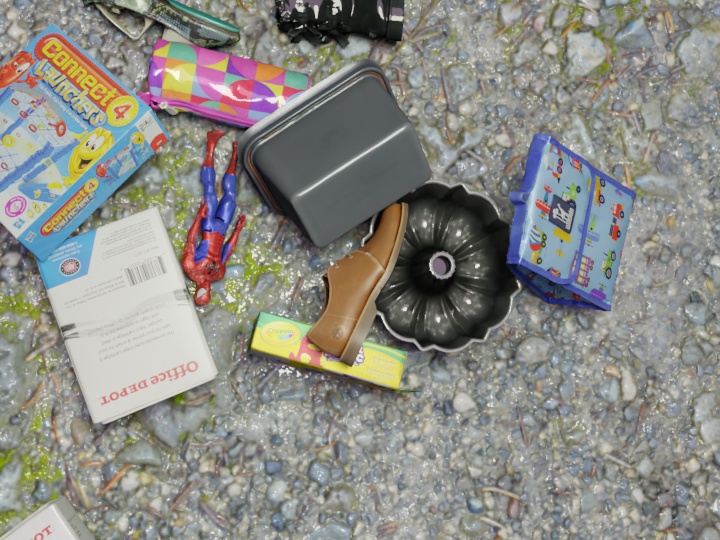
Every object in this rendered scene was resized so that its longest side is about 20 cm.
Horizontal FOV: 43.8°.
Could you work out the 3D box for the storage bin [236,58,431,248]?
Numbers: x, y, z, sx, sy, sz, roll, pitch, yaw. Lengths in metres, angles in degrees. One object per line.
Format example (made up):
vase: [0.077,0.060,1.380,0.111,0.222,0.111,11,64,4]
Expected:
storage bin: [-0.018,-0.116,1.018,0.198,0.135,0.147,-32,131,-4]

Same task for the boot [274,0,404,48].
boot: [-0.023,-0.374,1.108,0.159,0.073,0.203,4,81,-3]

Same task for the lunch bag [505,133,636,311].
lunch bag: [0.228,-0.056,1.047,0.199,0.093,0.153,25,77,-46]

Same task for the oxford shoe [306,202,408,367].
oxford shoe: [0.000,0.000,0.975,0.070,0.072,0.202,24,62,2]

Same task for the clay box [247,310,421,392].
clay box: [-0.029,0.097,1.027,0.196,0.115,0.049,15,80,-8]

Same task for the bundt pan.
bundt pan: [0.089,-0.001,1.077,0.198,0.076,0.206,1,83,-10]

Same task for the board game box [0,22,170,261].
board game box: [-0.347,-0.147,0.993,0.199,0.056,0.196,39,78,24]

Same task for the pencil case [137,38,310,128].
pencil case: [-0.158,-0.209,1.057,0.196,0.088,0.090,9,82,-8]

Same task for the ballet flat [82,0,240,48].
ballet flat: [-0.241,-0.301,1.072,0.197,0.074,0.075,26,80,-3]

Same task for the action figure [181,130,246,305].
action figure: [-0.170,-0.059,1.051,0.065,0.051,0.204,16,81,-43]

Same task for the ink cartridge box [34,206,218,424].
ink cartridge box: [-0.259,0.052,1.011,0.144,0.084,0.203,-20,87,-10]

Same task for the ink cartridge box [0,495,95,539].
ink cartridge box: [-0.329,0.369,0.963,0.144,0.084,0.202,-35,90,-11]
